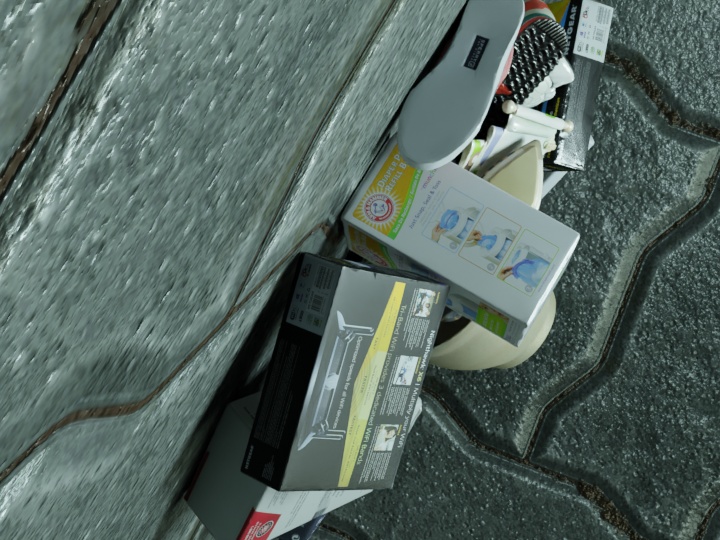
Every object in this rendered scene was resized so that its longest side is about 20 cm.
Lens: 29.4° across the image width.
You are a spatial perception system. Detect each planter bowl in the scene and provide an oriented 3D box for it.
[{"bbox_3d":[0.136,0.032,1.568,0.200,0.135,0.200,-33,-140,33],"label":"planter bowl"}]

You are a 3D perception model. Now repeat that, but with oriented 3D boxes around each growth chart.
[{"bbox_3d":[0.129,-0.090,1.425,0.145,0.018,0.200,16,115,-52],"label":"growth chart"}]

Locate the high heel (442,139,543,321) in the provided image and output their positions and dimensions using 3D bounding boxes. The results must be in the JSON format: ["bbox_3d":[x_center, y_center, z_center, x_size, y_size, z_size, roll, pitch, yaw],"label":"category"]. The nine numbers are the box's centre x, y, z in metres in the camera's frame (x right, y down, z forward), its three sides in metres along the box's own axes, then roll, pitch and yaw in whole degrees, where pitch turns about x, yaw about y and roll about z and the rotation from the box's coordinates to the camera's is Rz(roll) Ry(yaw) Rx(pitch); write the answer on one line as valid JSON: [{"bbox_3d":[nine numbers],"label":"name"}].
[{"bbox_3d":[0.126,-0.041,1.436,0.200,0.071,0.143,-62,-178,-9],"label":"high heel"}]

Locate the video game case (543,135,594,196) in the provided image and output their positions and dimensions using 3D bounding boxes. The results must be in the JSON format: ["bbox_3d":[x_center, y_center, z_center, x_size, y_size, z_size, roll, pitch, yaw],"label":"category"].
[{"bbox_3d":[0.198,-0.161,1.753,0.200,0.022,0.182,-49,-135,34],"label":"video game case"}]

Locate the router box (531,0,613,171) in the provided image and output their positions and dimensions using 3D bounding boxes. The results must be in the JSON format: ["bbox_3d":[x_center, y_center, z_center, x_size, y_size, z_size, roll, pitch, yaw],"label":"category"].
[{"bbox_3d":[0.225,-0.219,1.657,0.149,0.051,0.200,5,-97,62],"label":"router box"}]

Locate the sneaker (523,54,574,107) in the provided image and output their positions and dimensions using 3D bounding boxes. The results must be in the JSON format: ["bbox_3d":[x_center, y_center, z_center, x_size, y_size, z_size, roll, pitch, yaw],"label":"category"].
[{"bbox_3d":[0.177,-0.212,1.537,0.081,0.075,0.200,-36,179,-1],"label":"sneaker"}]

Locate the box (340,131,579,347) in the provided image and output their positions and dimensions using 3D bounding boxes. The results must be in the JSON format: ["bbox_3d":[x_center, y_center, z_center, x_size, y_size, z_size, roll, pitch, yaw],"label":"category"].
[{"bbox_3d":[0.092,-0.028,1.301,0.101,0.200,0.112,-58,171,-11],"label":"box"}]

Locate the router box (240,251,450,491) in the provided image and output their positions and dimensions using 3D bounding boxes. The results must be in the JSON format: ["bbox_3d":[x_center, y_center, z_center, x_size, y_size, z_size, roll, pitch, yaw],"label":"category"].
[{"bbox_3d":[-0.011,0.092,1.207,0.157,0.052,0.200,11,97,-51],"label":"router box"}]

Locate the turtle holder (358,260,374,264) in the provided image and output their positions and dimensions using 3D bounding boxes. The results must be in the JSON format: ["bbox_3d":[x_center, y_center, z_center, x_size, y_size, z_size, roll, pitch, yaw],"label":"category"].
[{"bbox_3d":[0.011,0.062,1.457,0.186,0.132,0.141,-60,174,14],"label":"turtle holder"}]

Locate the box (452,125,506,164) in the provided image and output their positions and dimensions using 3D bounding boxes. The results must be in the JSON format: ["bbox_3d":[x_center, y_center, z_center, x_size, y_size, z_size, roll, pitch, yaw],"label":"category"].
[{"bbox_3d":[0.115,-0.124,1.540,0.137,0.040,0.200,-51,-169,9],"label":"box"}]

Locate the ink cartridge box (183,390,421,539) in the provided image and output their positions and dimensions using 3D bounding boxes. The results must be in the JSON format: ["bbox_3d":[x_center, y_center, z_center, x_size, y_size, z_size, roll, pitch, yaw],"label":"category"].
[{"bbox_3d":[-0.054,0.175,1.338,0.200,0.084,0.144,-16,143,-44],"label":"ink cartridge box"}]

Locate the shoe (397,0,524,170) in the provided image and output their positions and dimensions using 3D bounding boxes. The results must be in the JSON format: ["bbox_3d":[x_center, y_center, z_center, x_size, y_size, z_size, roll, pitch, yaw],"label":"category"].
[{"bbox_3d":[0.095,-0.167,1.287,0.200,0.071,0.091,-63,170,-16],"label":"shoe"}]

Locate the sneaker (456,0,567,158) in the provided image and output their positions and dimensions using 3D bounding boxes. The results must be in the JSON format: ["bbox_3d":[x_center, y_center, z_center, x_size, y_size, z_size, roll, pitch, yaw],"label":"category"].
[{"bbox_3d":[0.129,-0.202,1.419,0.200,0.070,0.093,-46,-147,27],"label":"sneaker"}]

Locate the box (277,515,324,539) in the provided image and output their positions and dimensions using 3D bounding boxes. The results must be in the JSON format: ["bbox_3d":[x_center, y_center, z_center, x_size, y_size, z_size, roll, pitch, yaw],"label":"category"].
[{"bbox_3d":[-0.055,0.206,1.709,0.198,0.123,0.200,-63,175,18],"label":"box"}]

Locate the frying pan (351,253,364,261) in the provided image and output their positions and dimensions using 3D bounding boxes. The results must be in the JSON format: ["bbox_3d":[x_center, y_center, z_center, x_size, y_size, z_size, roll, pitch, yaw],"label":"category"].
[{"bbox_3d":[0.009,-0.004,1.566,0.190,0.031,0.115,-52,164,25],"label":"frying pan"}]
